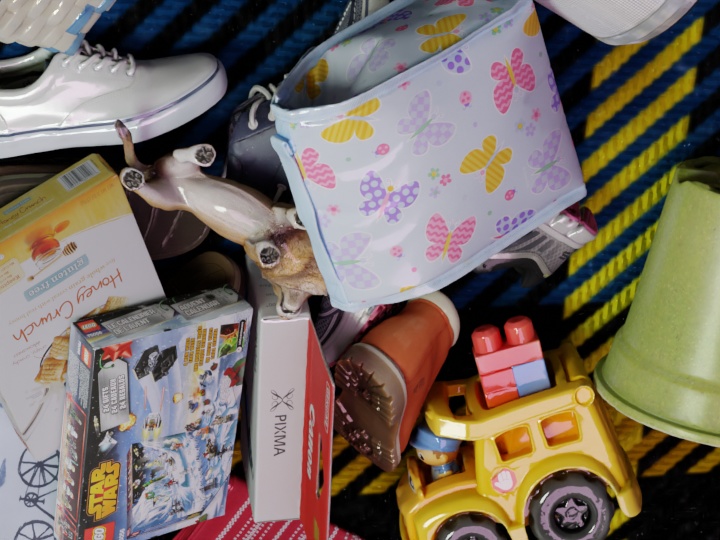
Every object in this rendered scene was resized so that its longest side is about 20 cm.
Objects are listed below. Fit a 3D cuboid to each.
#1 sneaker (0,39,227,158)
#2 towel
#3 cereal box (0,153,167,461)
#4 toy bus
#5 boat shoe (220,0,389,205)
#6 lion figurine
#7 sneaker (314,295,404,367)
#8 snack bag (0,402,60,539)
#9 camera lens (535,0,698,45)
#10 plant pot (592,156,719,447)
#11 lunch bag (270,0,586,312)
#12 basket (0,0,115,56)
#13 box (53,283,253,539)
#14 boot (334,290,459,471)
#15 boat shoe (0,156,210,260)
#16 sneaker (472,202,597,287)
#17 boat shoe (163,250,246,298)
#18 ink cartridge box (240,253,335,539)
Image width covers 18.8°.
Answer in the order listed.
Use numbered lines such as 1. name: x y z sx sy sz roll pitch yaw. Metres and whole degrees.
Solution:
1. sneaker: -0.196 -0.132 1.561 0.198 0.073 0.071 -13 127 -3
2. towel: -0.075 0.262 1.862 0.199 0.023 0.145 29 110 -28
3. cereal box: -0.214 0.029 1.586 0.143 0.040 0.201 -33 135 -15
4. toy bus: 0.108 0.134 1.765 0.198 0.136 0.193 -19 110 3
5. boat shoe: -0.044 -0.122 1.599 0.092 0.075 0.201 13 116 -9
6. lion figurine: -0.099 -0.044 1.576 0.199 0.122 0.073 38 85 -7
7. sneaker: 0.000 0.000 1.680 0.075 0.081 0.201 41 135 12
8. snack bag: -0.262 0.139 1.660 0.198 0.021 0.190 0 104 -27
9. camera lens: 0.151 -0.262 1.500 0.199 0.160 0.160 27 113 -25
10. plant pot: 0.294 0.016 1.701 0.198 0.201 0.186 3 110 -13
11. lunch bag: 0.036 -0.089 1.512 0.199 0.127 0.171 -34 122 -21
12. basket: -0.258 -0.239 1.427 0.199 0.177 0.140 15 119 -41
13. box: -0.157 0.115 1.639 0.136 0.040 0.201 -14 130 -33
14. boot: 0.031 0.088 1.727 0.107 0.075 0.200 -47 169 -24
15. boat shoe: -0.204 -0.055 1.613 0.199 0.068 0.072 6 112 -36
16. sneaker: 0.085 -0.045 1.673 0.199 0.074 0.088 25 113 -26
17. boat shoe: -0.132 0.076 1.717 0.072 0.072 0.201 3 115 -49
18. ink cartridge box: -0.059 0.115 1.676 0.044 0.177 0.201 -4 124 -10
